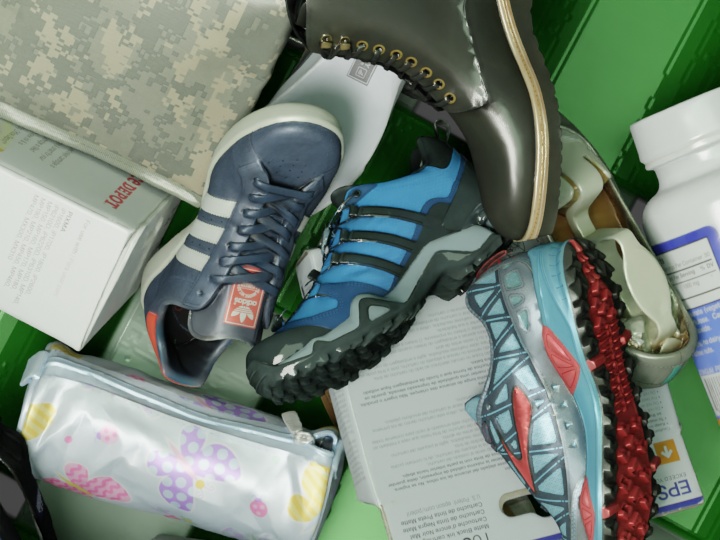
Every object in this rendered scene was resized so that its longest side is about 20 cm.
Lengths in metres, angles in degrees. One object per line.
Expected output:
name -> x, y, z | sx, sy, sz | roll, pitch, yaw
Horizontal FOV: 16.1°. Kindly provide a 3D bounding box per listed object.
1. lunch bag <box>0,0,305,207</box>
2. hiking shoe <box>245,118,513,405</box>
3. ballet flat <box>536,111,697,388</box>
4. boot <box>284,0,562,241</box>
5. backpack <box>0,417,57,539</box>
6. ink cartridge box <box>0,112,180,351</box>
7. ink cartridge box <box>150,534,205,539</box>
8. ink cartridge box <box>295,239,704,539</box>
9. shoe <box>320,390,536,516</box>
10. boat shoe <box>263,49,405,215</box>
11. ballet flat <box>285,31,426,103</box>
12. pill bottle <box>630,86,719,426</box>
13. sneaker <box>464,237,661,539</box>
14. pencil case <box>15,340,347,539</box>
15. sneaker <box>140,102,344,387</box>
lunch bag -> -0.141, -0.158, 1.455 | 0.199, 0.118, 0.165 | 24, 123, -8
hiking shoe -> 0.000, 0.000, 1.425 | 0.200, 0.075, 0.087 | -36, 77, -31
ballet flat -> 0.135, -0.028, 1.465 | 0.067, 0.064, 0.201 | -26, 81, -20
boot -> 0.028, -0.106, 1.385 | 0.137, 0.077, 0.202 | -12, 89, -21
backpack -> -0.223, 0.216, 1.436 | 0.153, 0.191, 0.201 | -25, 47, -2
ink cartridge box -> -0.216, -0.049, 1.473 | 0.199, 0.148, 0.086 | 29, 107, 1
ink cartridge box -> -0.100, 0.264, 1.473 | 0.083, 0.145, 0.202 | 7, 90, 2
ink cartridge box -> 0.081, 0.066, 1.479 | 0.198, 0.041, 0.202 | -11, 76, -17
shoe -> 0.041, 0.101, 1.522 | 0.201, 0.053, 0.070 | 53, 131, 7
boat shoe -> -0.003, -0.115, 1.474 | 0.068, 0.057, 0.201 | 33, 108, -5
ballet flat -> -0.009, -0.155, 1.518 | 0.199, 0.057, 0.067 | 22, 89, 1
pill bottle -> 0.231, -0.007, 1.485 | 0.111, 0.112, 0.201 | -21, 89, 1
sneaker -> 0.109, 0.084, 1.428 | 0.095, 0.079, 0.202 | -7, 94, 32
pencil case -> -0.107, 0.106, 1.501 | 0.198, 0.091, 0.084 | 16, 61, 3
sneaker -> -0.064, -0.008, 1.437 | 0.074, 0.200, 0.085 | 12, 47, -22
